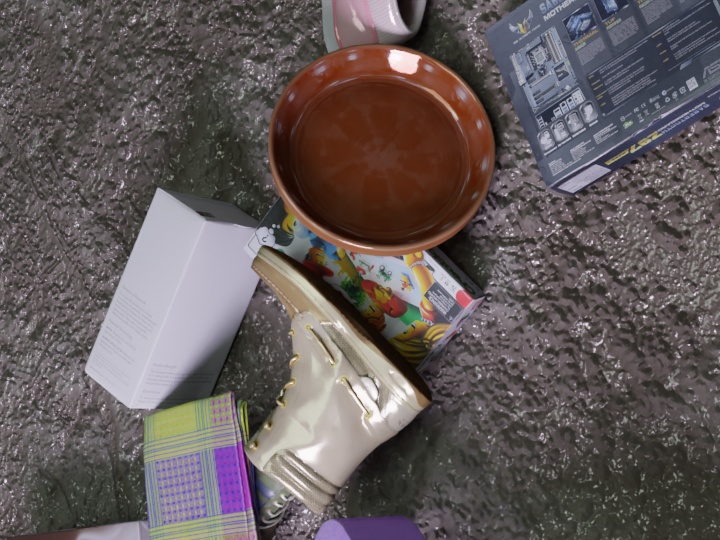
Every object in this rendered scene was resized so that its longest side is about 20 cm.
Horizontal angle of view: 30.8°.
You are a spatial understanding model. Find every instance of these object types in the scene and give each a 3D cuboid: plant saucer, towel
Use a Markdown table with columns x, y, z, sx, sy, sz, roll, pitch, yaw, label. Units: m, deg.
| x | y | z | sx | sy | sz | roll | pitch | yaw | label |
| --- | --- | --- | --- | --- | --- | --- | --- | --- | --- |
| 0.018 | -0.104 | 1.137 | 0.197 | 0.032 | 0.203 | 2 | 66 | -4 | plant saucer |
| -0.145 | 0.223 | 1.212 | 0.143 | 0.023 | 0.203 | -18 | 77 | 38 | towel |

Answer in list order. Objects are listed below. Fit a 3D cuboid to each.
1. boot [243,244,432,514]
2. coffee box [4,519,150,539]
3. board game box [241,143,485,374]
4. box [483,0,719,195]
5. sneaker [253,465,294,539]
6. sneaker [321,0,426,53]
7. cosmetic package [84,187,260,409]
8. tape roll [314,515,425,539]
| x | y | z | sx | sy | sz | roll | pitch | yaw | label |
| --- | --- | --- | --- | --- | --- | --- | --- | --- | --- |
| -0.056 | 0.093 | 1.132 | 0.200 | 0.073 | 0.156 | 44 | 99 | 7 | boot |
| -0.264 | 0.316 | 1.324 | 0.198 | 0.079 | 0.116 | -12 | 77 | 34 | coffee box |
| 0.000 | 0.000 | 1.167 | 0.200 | 0.035 | 0.127 | 45 | 113 | 14 | board game box |
| 0.212 | -0.178 | 1.060 | 0.199 | 0.051 | 0.159 | -32 | 66 | 30 | box |
| -0.089 | 0.212 | 1.225 | 0.198 | 0.067 | 0.091 | -20 | 81 | 33 | sneaker |
| 0.010 | -0.296 | 1.208 | 0.104 | 0.075 | 0.203 | -12 | 84 | 39 | sneaker |
| -0.175 | 0.031 | 1.279 | 0.081 | 0.112 | 0.202 | 29 | 99 | 35 | cosmetic package |
| 0.008 | 0.305 | 1.071 | 0.200 | 0.065 | 0.203 | -178 | 90 | -72 | tape roll |
